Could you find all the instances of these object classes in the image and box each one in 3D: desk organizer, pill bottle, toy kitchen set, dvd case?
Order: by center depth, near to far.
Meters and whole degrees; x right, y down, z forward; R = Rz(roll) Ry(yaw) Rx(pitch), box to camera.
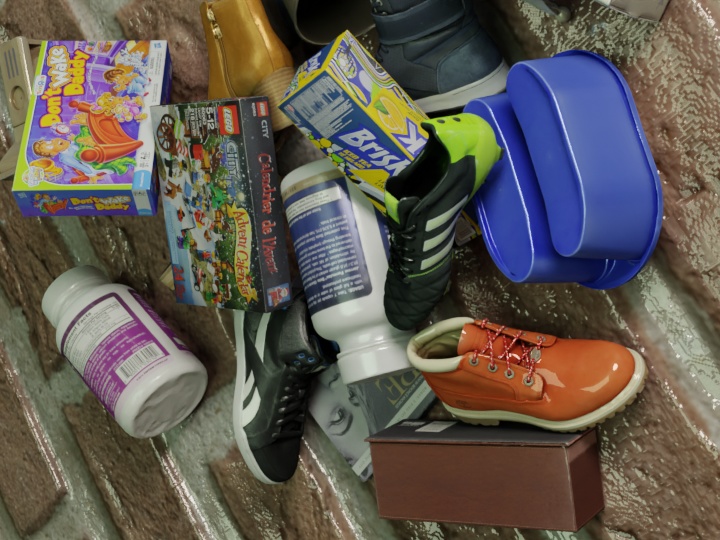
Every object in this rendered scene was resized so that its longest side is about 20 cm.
[{"bbox_3d":[0.109,0.179,0.964,0.200,0.072,0.077,-4,95,34],"label":"desk organizer"},{"bbox_3d":[0.000,0.000,1.004,0.111,0.111,0.200,-21,79,37],"label":"pill bottle"},{"bbox_3d":[-0.015,0.090,1.093,0.200,0.016,0.149,49,121,22],"label":"dvd case"},{"bbox_3d":[-0.338,-0.193,1.216,0.200,0.163,0.181,-13,87,38],"label":"toy kitchen set"},{"bbox_3d":[-0.273,0.086,1.232,0.200,0.112,0.112,43,119,26],"label":"pill bottle"}]

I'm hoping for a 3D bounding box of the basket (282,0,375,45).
[{"bbox_3d":[-0.037,-0.334,0.987,0.180,0.136,0.200,-40,64,8],"label":"basket"}]

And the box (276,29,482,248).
[{"bbox_3d":[0.026,-0.104,0.939,0.064,0.070,0.200,-29,116,36],"label":"box"}]

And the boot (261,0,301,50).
[{"bbox_3d":[-0.095,-0.310,1.071,0.097,0.075,0.200,-7,103,39],"label":"boot"}]

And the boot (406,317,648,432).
[{"bbox_3d":[0.134,0.081,0.910,0.200,0.107,0.075,-9,49,36],"label":"boot"}]

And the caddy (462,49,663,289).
[{"bbox_3d":[0.167,-0.080,0.879,0.141,0.105,0.200,-34,67,57],"label":"caddy"}]

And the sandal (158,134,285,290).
[{"bbox_3d":[-0.121,-0.045,1.137,0.070,0.078,0.212,39,111,-11],"label":"sandal"}]

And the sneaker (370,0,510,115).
[{"bbox_3d":[0.016,-0.200,0.959,0.202,0.077,0.146,-15,122,31],"label":"sneaker"}]

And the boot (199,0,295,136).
[{"bbox_3d":[-0.128,-0.194,1.075,0.201,0.071,0.144,-14,100,56],"label":"boot"}]

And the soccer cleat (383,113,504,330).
[{"bbox_3d":[0.047,-0.038,0.883,0.068,0.081,0.200,47,128,42],"label":"soccer cleat"}]

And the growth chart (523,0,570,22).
[{"bbox_3d":[0.094,-0.247,0.864,0.145,0.200,0.018,35,102,20],"label":"growth chart"}]

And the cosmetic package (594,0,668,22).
[{"bbox_3d":[0.156,-0.281,0.862,0.200,0.103,0.087,36,113,28],"label":"cosmetic package"}]

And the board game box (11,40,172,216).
[{"bbox_3d":[-0.270,-0.148,1.113,0.045,0.134,0.200,90,179,-57],"label":"board game box"}]

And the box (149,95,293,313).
[{"bbox_3d":[-0.135,-0.064,1.045,0.137,0.038,0.200,4,105,43],"label":"box"}]

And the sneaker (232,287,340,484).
[{"bbox_3d":[-0.068,0.116,1.081,0.112,0.073,0.200,-6,91,41],"label":"sneaker"}]
